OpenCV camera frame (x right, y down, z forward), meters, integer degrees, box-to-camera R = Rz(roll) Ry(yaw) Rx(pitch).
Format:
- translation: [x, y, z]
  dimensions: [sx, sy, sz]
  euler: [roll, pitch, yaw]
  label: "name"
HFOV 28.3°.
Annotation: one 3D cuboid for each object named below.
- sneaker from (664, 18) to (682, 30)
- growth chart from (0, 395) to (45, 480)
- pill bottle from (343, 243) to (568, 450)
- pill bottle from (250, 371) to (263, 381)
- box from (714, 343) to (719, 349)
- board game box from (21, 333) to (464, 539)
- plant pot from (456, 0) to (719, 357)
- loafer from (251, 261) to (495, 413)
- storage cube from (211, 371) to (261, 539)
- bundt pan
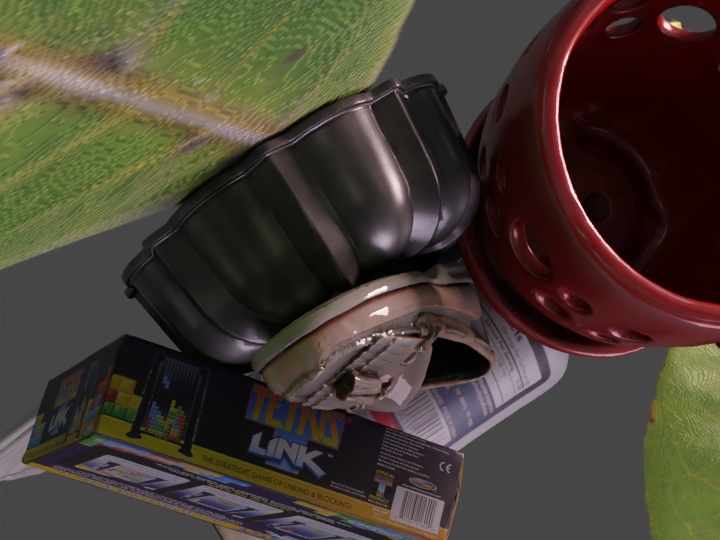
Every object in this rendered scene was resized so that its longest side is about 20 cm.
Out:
- translation: [0.148, -0.081, 0.958]
  dimensions: [0.200, 0.085, 0.074]
  euler: [-39, 168, 23]
  label: "sneaker"
- translation: [-0.196, 0.104, 0.951]
  dimensions: [0.144, 0.018, 0.200]
  euler: [-36, 171, 11]
  label: "growth chart"
- translation: [0.064, 0.044, 0.921]
  dimensions: [0.199, 0.120, 0.120]
  euler: [-32, 172, -13]
  label: "pill bottle"
- translation: [-0.026, 0.090, 1.160]
  dimensions: [0.119, 0.120, 0.200]
  euler: [-30, 171, -18]
  label: "pill bottle"
- translation: [0.310, -0.068, 0.926]
  dimensions: [0.196, 0.118, 0.201]
  euler: [-17, 142, -24]
  label: "box"
- translation: [-0.069, 0.104, 0.790]
  dimensions: [0.165, 0.199, 0.057]
  euler: [-23, -132, 62]
  label: "board game box"
- translation: [0.154, -0.053, 0.799]
  dimensions: [0.200, 0.201, 0.182]
  euler: [-30, 180, -20]
  label: "plant pot"
- translation: [0.020, 0.039, 0.714]
  dimensions: [0.072, 0.063, 0.200]
  euler: [-36, 171, 25]
  label: "loafer"
- translation: [-0.067, 0.192, 1.351]
  dimensions: [0.170, 0.201, 0.180]
  euler: [-31, 165, -7]
  label: "storage cube"
- translation: [-0.021, -0.013, 0.748]
  dimensions: [0.201, 0.076, 0.202]
  euler: [-32, 171, -6]
  label: "bundt pan"
